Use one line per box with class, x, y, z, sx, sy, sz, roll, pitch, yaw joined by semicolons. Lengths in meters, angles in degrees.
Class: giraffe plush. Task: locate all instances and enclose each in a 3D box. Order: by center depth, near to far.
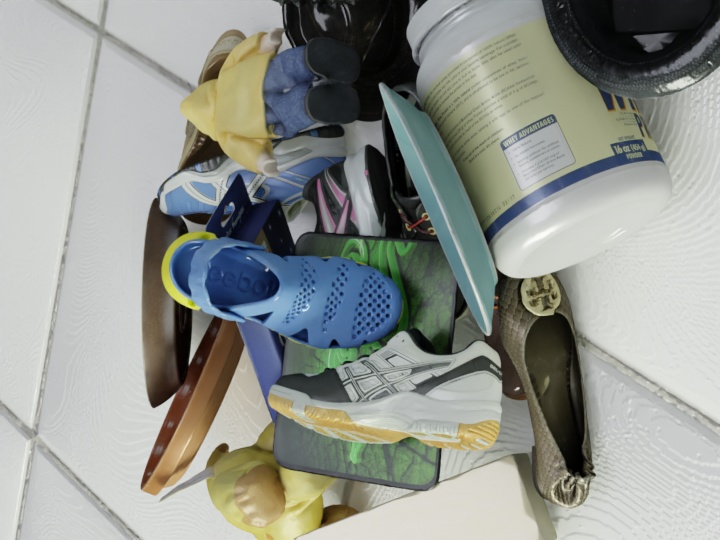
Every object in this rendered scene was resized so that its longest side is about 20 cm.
giraffe plush;-0.058;0.228;1.430;0.199;0.173;0.163;-28;101;19

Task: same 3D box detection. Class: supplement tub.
supplement tub;0.127;-0.112;1.168;0.145;0.144;0.202;-38;69;43

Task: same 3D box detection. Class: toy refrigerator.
toy refrigerator;0.054;0.219;1.297;0.198;0.070;0.077;-24;78;14

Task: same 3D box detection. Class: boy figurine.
boy figurine;-0.084;-0.140;1.351;0.199;0.064;0.126;-9;80;51

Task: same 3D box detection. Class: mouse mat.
mouse mat;0.003;0.072;1.300;0.159;0.008;0.203;4;86;30

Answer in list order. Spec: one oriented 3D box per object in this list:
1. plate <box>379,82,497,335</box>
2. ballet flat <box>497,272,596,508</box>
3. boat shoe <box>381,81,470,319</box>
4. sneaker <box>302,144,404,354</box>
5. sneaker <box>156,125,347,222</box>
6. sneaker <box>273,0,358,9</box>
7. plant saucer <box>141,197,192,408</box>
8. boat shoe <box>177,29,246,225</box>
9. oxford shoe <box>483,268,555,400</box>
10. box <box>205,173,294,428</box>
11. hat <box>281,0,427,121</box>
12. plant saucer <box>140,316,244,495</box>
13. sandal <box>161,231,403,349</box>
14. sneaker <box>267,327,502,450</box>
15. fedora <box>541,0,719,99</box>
plate;0.063;-0.049;1.161;0.200;0.025;0.202;-23;-89;-89
ballet flat;0.150;0.088;1.230;0.046;0.067;0.202;7;108;65
boat shoe;0.055;-0.057;1.317;0.073;0.063;0.204;1;99;44
sneaker;0.000;0.000;1.362;0.086;0.080;0.202;-17;72;27
sneaker;-0.099;-0.073;1.441;0.198;0.076;0.078;-13;96;27
sneaker;0.005;-0.270;1.278;0.198;0.067;0.091;-12;71;3
plant saucer;-0.184;0.031;1.526;0.200;0.032;0.203;0;-90;-89
boat shoe;-0.131;-0.132;1.508;0.065;0.070;0.201;-93;18;-50
oxford shoe;0.106;0.006;1.262;0.071;0.072;0.203;-2;95;47
box;-0.077;0.025;1.382;0.032;0.121;0.202;-11;115;18
hat;-0.022;-0.227;1.355;0.199;0.080;0.203;11;104;47
plant saucer;-0.154;0.122;1.508;0.032;0.201;0.201;25;125;-7
sandal;-0.063;0.018;1.259;0.087;0.198;0.080;152;126;-86
sneaker;0.023;0.089;1.252;0.198;0.076;0.089;3;73;25
fedora;0.216;-0.215;1.086;0.199;0.091;0.203;-3;86;41
